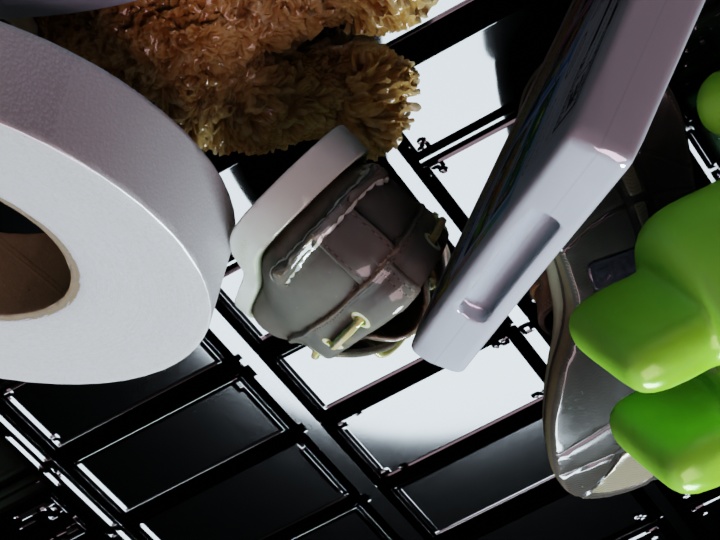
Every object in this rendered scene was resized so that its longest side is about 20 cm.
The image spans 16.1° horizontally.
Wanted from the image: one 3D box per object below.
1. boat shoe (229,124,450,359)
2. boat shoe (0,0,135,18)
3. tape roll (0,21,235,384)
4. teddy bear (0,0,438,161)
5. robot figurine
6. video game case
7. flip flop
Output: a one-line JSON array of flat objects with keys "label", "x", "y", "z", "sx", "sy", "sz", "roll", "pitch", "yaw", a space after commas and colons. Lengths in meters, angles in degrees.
[{"label": "boat shoe", "x": -0.002, "y": 0.002, "z": 0.899, "sx": 0.072, "sy": 0.060, "sz": 0.202, "roll": -45, "pitch": 173, "yaw": -4}, {"label": "boat shoe", "x": -0.052, "y": -0.136, "z": 0.780, "sx": 0.199, "sy": 0.068, "sz": 0.074, "roll": -20, "pitch": 166, "yaw": 26}, {"label": "tape roll", "x": -0.143, "y": -0.024, "z": 0.857, "sx": 0.203, "sy": 0.037, "sz": 0.203, "roll": 12, "pitch": 153, "yaw": 6}, {"label": "teddy bear", "x": -0.069, "y": -0.077, "z": 0.878, "sx": 0.200, "sy": 0.067, "sz": 0.145, "roll": 13, "pitch": 126, "yaw": -22}, {"label": "robot figurine", "x": 0.181, "y": 0.006, "z": 0.924, "sx": 0.200, "sy": 0.116, "sz": 0.176, "roll": -27, "pitch": 107, "yaw": -8}, {"label": "video game case", "x": 0.083, "y": -0.082, "z": 0.784, "sx": 0.024, "sy": 0.200, "sz": 0.182, "roll": 27, "pitch": 156, "yaw": -2}, {"label": "flip flop", "x": 0.096, "y": -0.001, "z": 0.993, "sx": 0.081, "sy": 0.058, "sz": 0.200, "roll": -17, "pitch": 118, "yaw": -8}]
